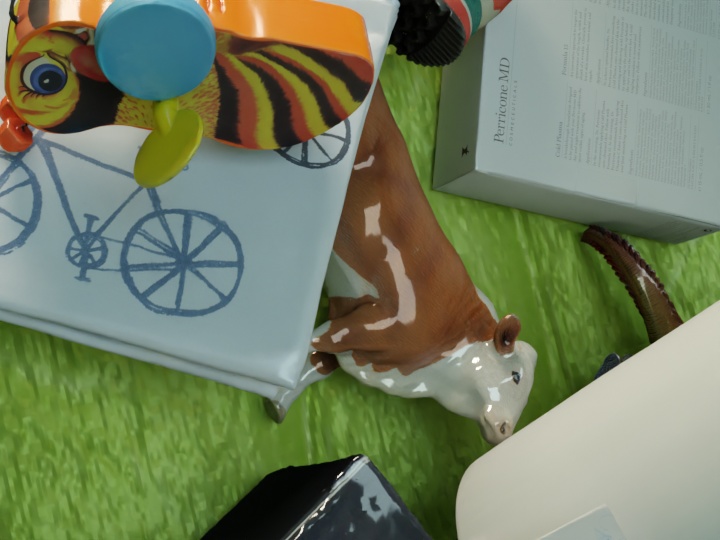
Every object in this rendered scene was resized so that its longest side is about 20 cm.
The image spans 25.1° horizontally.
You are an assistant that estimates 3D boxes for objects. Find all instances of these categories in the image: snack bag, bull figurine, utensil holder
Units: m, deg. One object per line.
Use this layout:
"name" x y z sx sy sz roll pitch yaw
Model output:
"snack bag" -0.094 -0.060 0.705 0.187 0.021 0.201 15 67 0
"bull figurine" 0.000 0.000 0.750 0.121 0.065 0.201 -23 86 -21
"utensil holder" 0.162 0.098 0.668 0.170 0.200 0.170 43 27 -28

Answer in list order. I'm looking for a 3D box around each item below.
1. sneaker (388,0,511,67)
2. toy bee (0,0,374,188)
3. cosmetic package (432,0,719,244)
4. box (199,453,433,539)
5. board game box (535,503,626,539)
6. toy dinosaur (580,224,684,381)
"sneaker" 0.003 -0.194 0.776 0.093 0.070 0.200 -41 85 -26
"toy bee" -0.101 -0.092 0.665 0.199 0.109 0.131 31 36 -7
"cosmetic package" 0.120 -0.127 0.841 0.150 0.052 0.201 12 75 -25
"box" -0.026 0.218 0.667 0.197 0.117 0.200 -41 98 -25
"board game box" 0.040 0.177 0.536 0.199 0.034 0.135 -20 74 -36
"toy dinosaur" 0.206 0.084 0.827 0.181 0.105 0.201 24 57 -41
